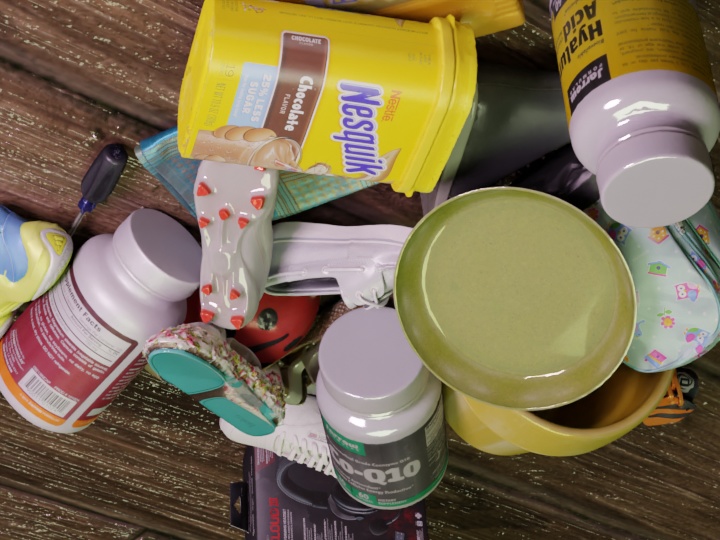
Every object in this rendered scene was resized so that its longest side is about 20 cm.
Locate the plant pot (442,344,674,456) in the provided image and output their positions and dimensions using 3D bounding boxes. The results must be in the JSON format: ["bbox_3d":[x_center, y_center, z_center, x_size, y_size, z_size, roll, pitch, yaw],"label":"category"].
[{"bbox_3d":[0.157,0.080,1.653,0.200,0.202,0.189,8,158,-16],"label":"plant pot"}]

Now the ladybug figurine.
[{"bbox_3d":[-0.124,0.051,1.668,0.199,0.072,0.136,-22,140,22],"label":"ladybug figurine"}]

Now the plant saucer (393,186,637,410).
[{"bbox_3d":[0.126,0.019,1.479,0.199,0.031,0.201,7,117,13],"label":"plant saucer"}]

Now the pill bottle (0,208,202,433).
[{"bbox_3d":[-0.225,0.042,1.599,0.113,0.113,0.200,26,122,-34],"label":"pill bottle"}]

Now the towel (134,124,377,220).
[{"bbox_3d":[-0.069,-0.094,1.522,0.199,0.022,0.147,-18,142,18],"label":"towel"}]

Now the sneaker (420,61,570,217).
[{"bbox_3d":[0.111,-0.091,1.499,0.106,0.075,0.200,1,147,-11],"label":"sneaker"}]

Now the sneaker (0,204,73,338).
[{"bbox_3d":[-0.335,0.000,1.596,0.105,0.076,0.200,36,131,-17],"label":"sneaker"}]

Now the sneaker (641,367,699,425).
[{"bbox_3d":[0.287,0.092,1.775,0.111,0.078,0.200,4,154,-18],"label":"sneaker"}]

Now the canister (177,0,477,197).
[{"bbox_3d":[-0.029,-0.133,1.376,0.199,0.087,0.149,6,144,-13],"label":"canister"}]

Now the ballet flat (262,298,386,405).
[{"bbox_3d":[-0.054,0.088,1.731,0.070,0.066,0.200,26,134,-35],"label":"ballet flat"}]

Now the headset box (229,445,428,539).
[{"bbox_3d":[-0.037,0.247,1.878,0.199,0.149,0.077,6,142,-12],"label":"headset box"}]

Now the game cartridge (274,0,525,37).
[{"bbox_3d":[0.014,-0.229,1.339,0.175,0.033,0.200,-14,142,13],"label":"game cartridge"}]

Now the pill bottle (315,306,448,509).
[{"bbox_3d":[0.019,0.124,1.649,0.112,0.114,0.200,-7,146,3],"label":"pill bottle"}]

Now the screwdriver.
[{"bbox_3d":[-0.244,-0.046,1.571,0.028,0.029,0.200,14,145,-23],"label":"screwdriver"}]

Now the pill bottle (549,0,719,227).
[{"bbox_3d":[0.204,-0.134,1.344,0.111,0.201,0.112,-3,143,-2],"label":"pill bottle"}]

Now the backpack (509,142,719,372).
[{"bbox_3d":[0.228,-0.017,1.519,0.167,0.127,0.200,-31,104,37],"label":"backpack"}]

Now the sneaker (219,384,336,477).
[{"bbox_3d":[-0.041,0.164,1.823,0.199,0.081,0.077,2,145,-6],"label":"sneaker"}]

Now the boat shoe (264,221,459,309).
[{"bbox_3d":[0.000,0.000,1.558,0.199,0.069,0.072,6,163,25],"label":"boat shoe"}]

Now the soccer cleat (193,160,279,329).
[{"bbox_3d":[-0.102,-0.043,1.523,0.069,0.078,0.201,14,124,8],"label":"soccer cleat"}]

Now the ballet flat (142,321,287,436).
[{"bbox_3d":[-0.127,0.082,1.590,0.075,0.064,0.200,-7,151,23],"label":"ballet flat"}]
